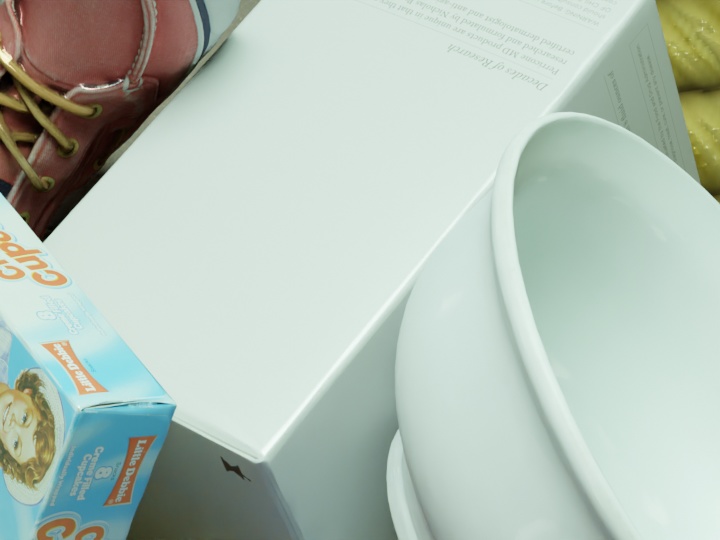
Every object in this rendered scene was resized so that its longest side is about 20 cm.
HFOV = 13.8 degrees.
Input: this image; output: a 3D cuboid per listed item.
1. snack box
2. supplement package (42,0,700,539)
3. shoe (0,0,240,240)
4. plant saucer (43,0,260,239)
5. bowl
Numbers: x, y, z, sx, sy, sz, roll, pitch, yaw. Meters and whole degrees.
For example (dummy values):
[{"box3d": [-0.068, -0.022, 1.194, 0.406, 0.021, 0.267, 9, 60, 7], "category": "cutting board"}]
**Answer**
[{"box3d": [-0.125, 0.086, 0.874, 0.037, 0.200, 0.116, -2, 35, -40], "category": "snack box"}, {"box3d": [0.000, 0.000, 0.938, 0.120, 0.121, 0.200, 24, 62, 32], "category": "supplement package"}, {"box3d": [-0.100, -0.055, 0.943, 0.071, 0.200, 0.091, 35, 68, -2], "category": "shoe"}, {"box3d": [-0.092, -0.084, 1.095, 0.200, 0.032, 0.200, -9, 51, 11], "category": "plant saucer"}, {"box3d": [0.071, 0.062, 0.843, 0.090, 0.201, 0.201, -32, 44, 26], "category": "bowl"}]
